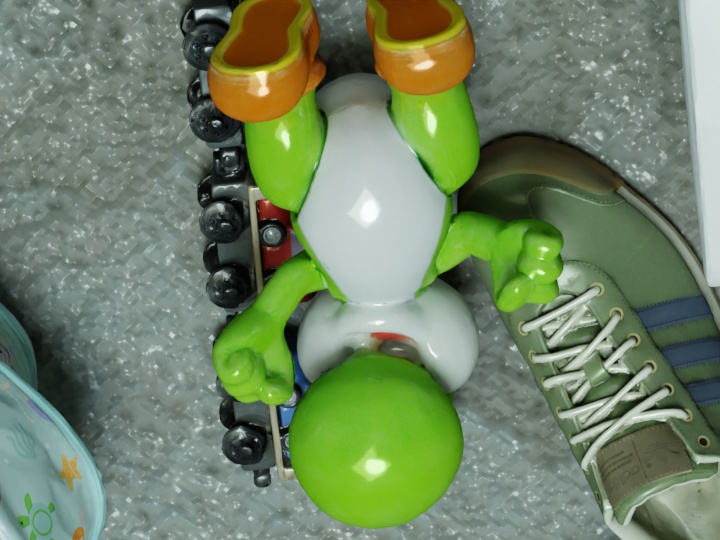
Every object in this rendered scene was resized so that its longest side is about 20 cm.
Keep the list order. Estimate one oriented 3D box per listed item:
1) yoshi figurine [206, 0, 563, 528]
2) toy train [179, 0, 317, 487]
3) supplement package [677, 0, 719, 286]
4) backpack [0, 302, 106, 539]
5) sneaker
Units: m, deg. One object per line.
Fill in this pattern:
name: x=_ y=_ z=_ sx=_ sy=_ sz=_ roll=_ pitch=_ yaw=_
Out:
yoshi figurine: x=0.005 y=0.008 z=0.938 sx=0.112 sy=0.112 sz=0.200 roll=24 pitch=136 yaw=38
toy train: x=-0.036 y=-0.009 z=1.002 sx=0.046 sy=0.034 sz=0.201 roll=-6 pitch=118 yaw=-3
supplement package: x=0.204 y=-0.078 z=0.881 sx=0.199 sy=0.117 sz=0.117 roll=-4 pitch=119 yaw=8
backpack: x=-0.196 y=0.076 z=1.000 sx=0.200 sy=0.151 sz=0.178 roll=43 pitch=123 yaw=-7
sneaker: x=0.103 y=0.047 z=0.979 sx=0.067 sy=0.090 sz=0.200 roll=-30 pitch=111 yaw=22
